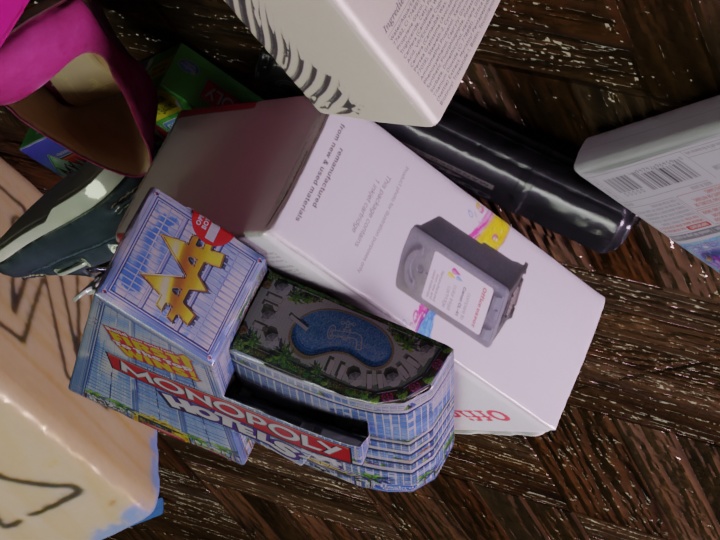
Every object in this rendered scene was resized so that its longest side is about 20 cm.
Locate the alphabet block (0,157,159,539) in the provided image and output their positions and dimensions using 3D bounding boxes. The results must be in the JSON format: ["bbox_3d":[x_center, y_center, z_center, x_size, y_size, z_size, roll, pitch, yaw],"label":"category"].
[{"bbox_3d":[-0.261,0.066,1.523,0.195,0.197,0.200,-26,135,19],"label":"alphabet block"}]

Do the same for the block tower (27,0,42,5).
[{"bbox_3d":[-0.206,-0.154,1.210,0.058,0.054,0.200,35,157,-26],"label":"block tower"}]

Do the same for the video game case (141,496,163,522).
[{"bbox_3d":[-0.294,0.202,2.122,0.200,0.018,0.143,11,-163,35],"label":"video game case"}]

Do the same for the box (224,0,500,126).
[{"bbox_3d":[-0.023,-0.146,0.979,0.068,0.082,0.200,10,154,39],"label":"box"}]

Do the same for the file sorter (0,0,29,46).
[{"bbox_3d":[-0.170,-0.201,0.937,0.125,0.139,0.200,27,160,5],"label":"file sorter"}]

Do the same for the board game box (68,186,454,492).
[{"bbox_3d":[-0.056,0.040,1.174,0.200,0.062,0.200,22,162,11],"label":"board game box"}]

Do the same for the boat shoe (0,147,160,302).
[{"bbox_3d":[-0.150,-0.025,1.361,0.062,0.075,0.200,42,147,-12],"label":"boat shoe"}]

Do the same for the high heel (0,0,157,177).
[{"bbox_3d":[-0.138,-0.080,1.156,0.067,0.200,0.096,-22,96,16],"label":"high heel"}]

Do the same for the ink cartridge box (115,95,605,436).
[{"bbox_3d":[0.000,0.000,1.221,0.200,0.086,0.148,35,159,-31],"label":"ink cartridge box"}]

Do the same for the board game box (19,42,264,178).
[{"bbox_3d":[-0.094,-0.060,1.349,0.135,0.029,0.200,33,159,-21],"label":"board game box"}]

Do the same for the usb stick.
[{"bbox_3d":[0.043,-0.063,1.176,0.200,0.033,0.055,25,167,0],"label":"usb stick"}]

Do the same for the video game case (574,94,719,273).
[{"bbox_3d":[0.219,-0.022,1.082,0.182,0.024,0.200,33,158,-21],"label":"video game case"}]
